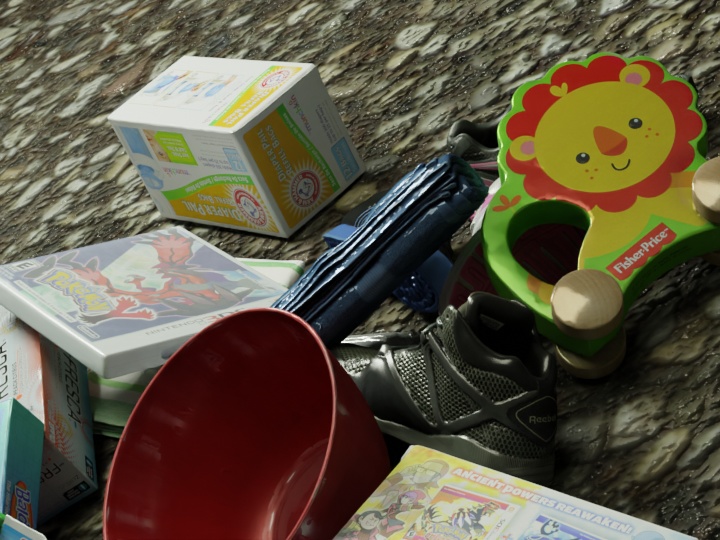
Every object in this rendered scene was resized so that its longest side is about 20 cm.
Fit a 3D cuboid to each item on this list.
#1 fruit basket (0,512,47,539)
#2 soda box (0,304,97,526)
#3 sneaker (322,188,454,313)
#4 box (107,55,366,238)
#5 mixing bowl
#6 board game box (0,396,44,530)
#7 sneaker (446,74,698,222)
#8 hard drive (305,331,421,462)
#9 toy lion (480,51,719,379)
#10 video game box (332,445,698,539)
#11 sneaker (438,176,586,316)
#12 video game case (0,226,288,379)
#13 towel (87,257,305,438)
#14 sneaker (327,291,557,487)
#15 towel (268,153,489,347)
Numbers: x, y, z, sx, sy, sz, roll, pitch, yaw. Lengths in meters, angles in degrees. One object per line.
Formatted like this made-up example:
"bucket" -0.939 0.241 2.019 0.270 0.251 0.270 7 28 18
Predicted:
"fruit basket" -0.308 0.228 1.411 0.185 0.094 0.201 22 77 40
"soda box" -0.248 0.100 1.663 0.063 0.068 0.200 -31 34 12
"sneaker" 0.037 -0.025 1.613 0.078 0.070 0.200 -40 20 -10
"box" -0.107 -0.109 1.875 0.101 0.113 0.199 -41 28 -26
"mixing bowl" -0.054 0.134 1.354 0.199 0.108 0.201 -25 50 34
"board game box" -0.298 0.201 1.518 0.151 0.045 0.201 -18 51 22
"sneaker" 0.154 -0.104 1.629 0.199 0.087 0.080 -24 28 10
"hard drive" -0.052 0.102 1.530 0.199 0.038 0.140 -7 34 41
"toy lion" 0.158 -0.053 1.459 0.200 0.069 0.192 -38 58 -16
"video game box" 0.059 0.191 1.192 0.199 0.047 0.182 16 50 37
"sneaker" 0.117 -0.020 1.538 0.200 0.081 0.088 -48 16 -27
"video game case" -0.164 0.020 1.664 0.181 0.023 0.200 -14 26 -33
"towel" -0.145 0.057 1.721 0.152 0.023 0.200 3 41 48
"sneaker" 0.052 0.057 1.382 0.076 0.115 0.199 0 15 -39
"towel" 0.000 0.000 1.470 0.200 0.049 0.112 -44 -6 8
